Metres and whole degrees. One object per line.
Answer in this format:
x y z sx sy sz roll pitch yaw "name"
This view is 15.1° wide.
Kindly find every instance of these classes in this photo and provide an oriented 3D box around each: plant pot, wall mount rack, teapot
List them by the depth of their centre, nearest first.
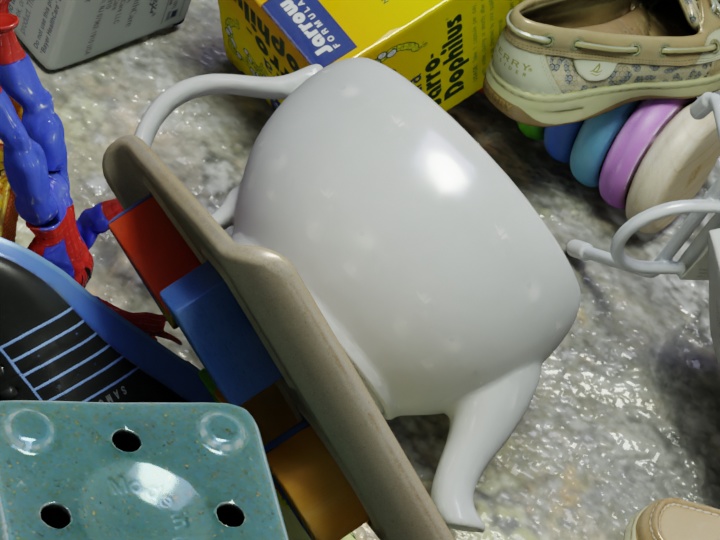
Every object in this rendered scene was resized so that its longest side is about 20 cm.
-0.112 0.157 1.106 0.195 0.201 0.197 2 47 -24 "plant pot"
0.000 0.000 1.350 0.146 0.198 0.200 -42 36 -8 "teapot"
0.206 -0.026 1.460 0.199 0.174 0.075 2 58 -23 "wall mount rack"

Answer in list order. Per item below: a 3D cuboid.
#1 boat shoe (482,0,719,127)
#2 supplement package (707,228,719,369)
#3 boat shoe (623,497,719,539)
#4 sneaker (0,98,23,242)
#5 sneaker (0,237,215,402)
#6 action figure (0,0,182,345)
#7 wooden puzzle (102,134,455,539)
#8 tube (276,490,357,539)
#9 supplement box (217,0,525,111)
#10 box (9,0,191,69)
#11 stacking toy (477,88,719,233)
0.158 -0.134 1.499 0.199 0.063 0.073 -22 50 -33 "boat shoe"
0.288 0.036 1.396 0.199 0.121 0.120 -12 62 2 "supplement package"
0.227 0.158 1.333 0.199 0.069 0.074 26 43 -3 "boat shoe"
-0.200 -0.021 1.325 0.072 0.077 0.201 12 53 -15 "sneaker"
-0.152 0.049 1.254 0.199 0.070 0.078 32 56 -22 "sneaker"
-0.128 -0.039 1.286 0.098 0.201 0.065 6 36 15 "action figure"
-0.047 0.044 1.195 0.046 0.186 0.200 -35 26 -11 "wooden puzzle"
-0.010 0.159 1.260 0.052 0.058 0.201 -16 53 -13 "tube"
0.031 -0.162 1.493 0.199 0.110 0.109 -34 64 -14 "supplement box"
-0.168 -0.249 1.484 0.105 0.184 0.200 -24 62 -38 "box"
0.111 -0.108 1.561 0.200 0.086 0.085 36 44 18 "stacking toy"
